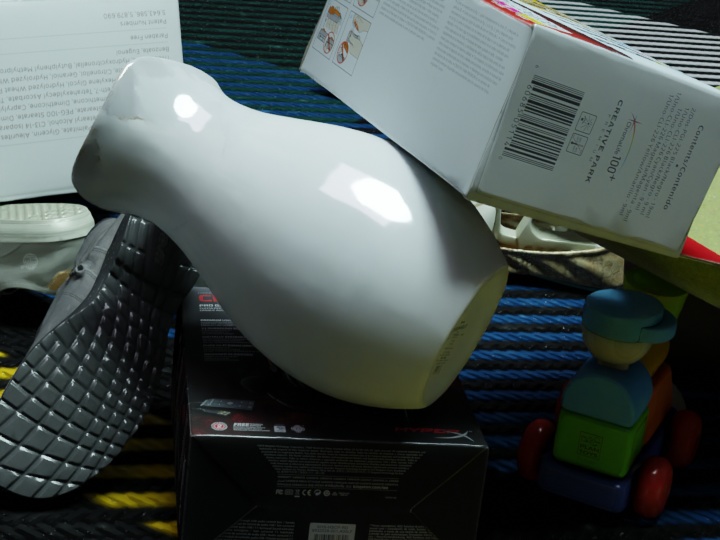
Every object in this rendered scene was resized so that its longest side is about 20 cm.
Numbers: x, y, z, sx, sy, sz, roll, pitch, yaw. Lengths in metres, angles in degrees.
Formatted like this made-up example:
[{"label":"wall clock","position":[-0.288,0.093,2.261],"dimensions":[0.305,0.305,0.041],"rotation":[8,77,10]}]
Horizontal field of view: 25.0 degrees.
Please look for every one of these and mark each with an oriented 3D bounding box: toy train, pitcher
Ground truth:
[{"label":"toy train","position":[0.163,0.049,0.936],"dimensions":[0.084,0.117,0.200],"rotation":[16,23,20]},{"label":"pitcher","position":[-0.022,-0.022,0.816],"dimensions":[0.199,0.122,0.171],"rotation":[32,15,15]}]

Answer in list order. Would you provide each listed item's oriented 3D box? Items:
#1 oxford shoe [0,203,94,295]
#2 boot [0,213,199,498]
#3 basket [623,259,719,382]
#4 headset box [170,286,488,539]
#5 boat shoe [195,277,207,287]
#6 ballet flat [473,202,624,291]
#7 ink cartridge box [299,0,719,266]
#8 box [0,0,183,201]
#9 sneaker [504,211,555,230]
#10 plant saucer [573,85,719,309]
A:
[{"label":"oxford shoe","position":[-0.247,-0.012,1.043],"dimensions":[0.198,0.059,0.075],"rotation":[4,18,36]},{"label":"boot","position":[-0.152,0.046,0.890],"dimensions":[0.070,0.131,0.201],"rotation":[40,61,-14]},{"label":"basket","position":[0.271,0.007,1.038],"dimensions":[0.197,0.183,0.136],"rotation":[3,26,14]},{"label":"headset box","position":[-0.025,0.075,0.862],"dimensions":[0.146,0.076,0.200],"rotation":[4,22,-9]},{"label":"boat shoe","position":[-0.069,-0.039,1.015],"dimensions":[0.201,0.061,0.072],"rotation":[-24,9,47]},{"label":"ballet flat","position":[0.112,-0.029,1.186],"dimensions":[0.197,0.066,0.071],"rotation":[4,32,-5]},{"label":"ink cartridge box","position":[0.091,-0.087,0.820],"dimensions":[0.174,0.085,0.200],"rotation":[14,16,-31]},{"label":"box","position":[-0.254,-0.119,1.134],"dimensions":[0.198,0.133,0.198],"rotation":[-11,10,-39]},{"label":"sneaker","position":[0.201,-0.039,1.266],"dimensions":[0.197,0.078,0.085],"rotation":[7,4,-10]},{"label":"plant saucer","position":[0.219,-0.040,0.928],"dimensions":[0.198,0.048,0.199],"rotation":[-19,30,-27]}]
